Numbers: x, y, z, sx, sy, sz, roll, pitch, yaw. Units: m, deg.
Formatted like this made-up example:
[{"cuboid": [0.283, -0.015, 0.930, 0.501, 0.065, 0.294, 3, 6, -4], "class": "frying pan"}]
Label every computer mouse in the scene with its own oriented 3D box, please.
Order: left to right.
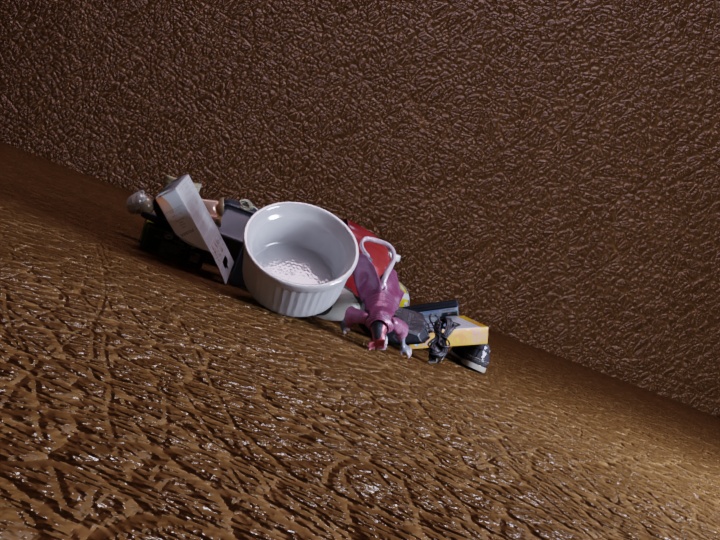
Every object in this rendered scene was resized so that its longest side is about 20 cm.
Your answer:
[{"cuboid": [0.075, 0.115, 1.449, 0.199, 0.053, 0.139, 19, 32, 5], "class": "computer mouse"}]

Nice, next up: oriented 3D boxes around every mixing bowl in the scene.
[{"cuboid": [0.000, 0.000, 1.582, 0.108, 0.202, 0.200, 11, 4, -11], "class": "mixing bowl"}]

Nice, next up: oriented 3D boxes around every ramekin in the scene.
[{"cuboid": [-0.110, -0.015, 1.307, 0.199, 0.098, 0.201, 10, 45, -10], "class": "ramekin"}]

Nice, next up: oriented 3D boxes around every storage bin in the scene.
[{"cuboid": [-0.263, -0.052, 1.725, 0.199, 0.146, 0.135, 21, 29, 3], "class": "storage bin"}]

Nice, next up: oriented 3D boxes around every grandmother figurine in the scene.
[{"cuboid": [-0.392, -0.135, 1.602, 0.198, 0.122, 0.061, 3, 48, -16], "class": "grandmother figurine"}]

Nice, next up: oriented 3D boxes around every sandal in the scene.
[{"cuboid": [-0.377, -0.108, 1.519, 0.075, 0.048, 0.200, 21, 2, 10], "class": "sandal"}]

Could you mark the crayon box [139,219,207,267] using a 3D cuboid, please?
[{"cuboid": [-0.391, -0.062, 1.572, 0.126, 0.051, 0.200, 20, 2, -20], "class": "crayon box"}]

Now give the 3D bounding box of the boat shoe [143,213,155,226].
[{"cuboid": [-0.438, -0.100, 1.770, 0.066, 0.074, 0.199, 16, 4, -39], "class": "boat shoe"}]

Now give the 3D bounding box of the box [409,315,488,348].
[{"cuboid": [0.148, 0.127, 1.561, 0.198, 0.042, 0.119, -4, 9, -17], "class": "box"}]

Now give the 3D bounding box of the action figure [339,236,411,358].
[{"cuboid": [0.042, 0.062, 1.321, 0.133, 0.150, 0.201, 12, 36, -9], "class": "action figure"}]

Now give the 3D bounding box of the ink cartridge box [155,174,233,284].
[{"cuboid": [-0.311, -0.075, 1.442, 0.050, 0.201, 0.162, -22, 16, 2], "class": "ink cartridge box"}]

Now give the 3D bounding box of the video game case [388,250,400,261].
[{"cuboid": [-0.022, -0.066, 1.755, 0.199, 0.018, 0.143, 17, 4, -29], "class": "video game case"}]

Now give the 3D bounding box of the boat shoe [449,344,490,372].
[{"cuboid": [0.245, 0.173, 1.646, 0.072, 0.063, 0.200, 22, 2, -3], "class": "boat shoe"}]

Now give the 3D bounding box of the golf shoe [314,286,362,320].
[{"cuboid": [-0.090, 0.059, 1.374, 0.199, 0.078, 0.088, 16, 22, -14], "class": "golf shoe"}]

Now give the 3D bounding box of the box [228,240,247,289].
[{"cuboid": [-0.154, -0.004, 1.539, 0.195, 0.118, 0.200, 21, 3, -10], "class": "box"}]

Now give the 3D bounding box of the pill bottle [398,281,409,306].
[{"cuboid": [0.036, 0.065, 1.750, 0.109, 0.110, 0.200, 21, 2, 21], "class": "pill bottle"}]

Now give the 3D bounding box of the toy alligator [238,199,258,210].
[{"cuboid": [-0.159, -0.092, 1.473, 0.199, 0.060, 0.054, 17, -37, -33], "class": "toy alligator"}]

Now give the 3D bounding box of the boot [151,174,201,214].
[{"cuboid": [-0.419, -0.141, 1.903, 0.199, 0.156, 0.073, 21, 2, -8], "class": "boot"}]

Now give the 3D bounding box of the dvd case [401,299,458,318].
[{"cuboid": [0.143, 0.101, 1.656, 0.141, 0.018, 0.200, -8, -16, 5], "class": "dvd case"}]
